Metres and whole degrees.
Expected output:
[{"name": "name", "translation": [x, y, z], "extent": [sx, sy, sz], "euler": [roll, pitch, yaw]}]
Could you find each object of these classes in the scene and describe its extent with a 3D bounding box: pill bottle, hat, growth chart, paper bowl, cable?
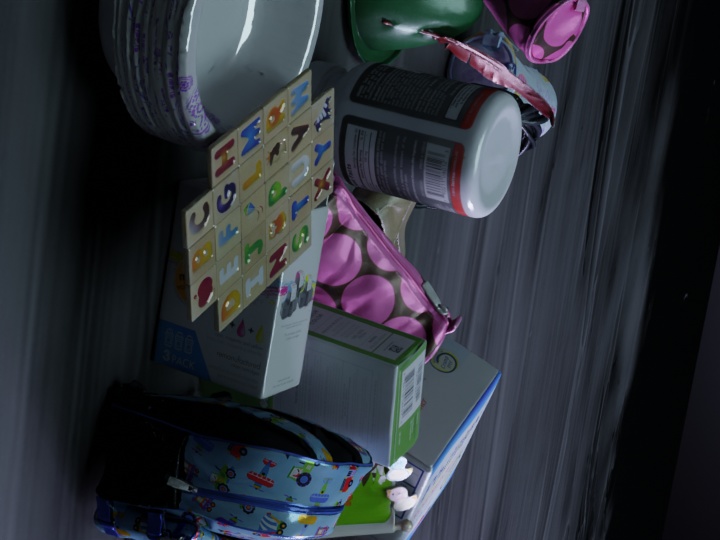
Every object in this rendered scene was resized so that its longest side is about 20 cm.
[{"name": "pill bottle", "translation": [0.037, -0.126, 1.530], "extent": [0.116, 0.198, 0.117], "euler": [-45, 144, -47]}, {"name": "hat", "translation": [0.105, -0.257, 1.628], "extent": [0.200, 0.175, 0.167], "euler": [15, 92, -67]}, {"name": "growth chart", "translation": [-0.021, 0.200, 1.680], "extent": [0.018, 0.143, 0.201], "euler": [-96, 174, -53]}, {"name": "paper bowl", "translation": [-0.116, -0.193, 1.236], "extent": [0.201, 0.103, 0.202], "euler": [-48, 146, -48]}, {"name": "cable", "translation": [0.123, -0.128, 1.823], "extent": [0.199, 0.051, 0.164], "euler": [2, 131, -54]}]

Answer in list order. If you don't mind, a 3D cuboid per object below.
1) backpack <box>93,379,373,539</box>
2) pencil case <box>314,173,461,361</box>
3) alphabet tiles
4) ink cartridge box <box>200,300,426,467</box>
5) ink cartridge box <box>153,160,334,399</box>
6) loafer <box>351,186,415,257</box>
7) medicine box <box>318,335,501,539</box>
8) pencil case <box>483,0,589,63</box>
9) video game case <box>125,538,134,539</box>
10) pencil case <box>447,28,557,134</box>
[{"name": "backpack", "translation": [-0.098, 0.177, 1.393], "extent": [0.182, 0.198, 0.136], "euler": [17, 84, -61]}, {"name": "pencil case", "translation": [0.000, 0.000, 1.529], "extent": [0.200, 0.093, 0.091], "euler": [48, 41, -21]}, {"name": "alphabet tiles", "translation": [-0.074, -0.053, 1.273], "extent": [0.200, 0.006, 0.168], "euler": [-45, 147, -43]}, {"name": "ink cartridge box", "translation": [-0.043, 0.087, 1.483], "extent": [0.059, 0.198, 0.105], "euler": [-39, 140, -52]}, {"name": "ink cartridge box", "translation": [-0.098, -0.008, 1.404], "extent": [0.068, 0.114, 0.202], "euler": [-14, 117, -61]}, {"name": "loafer", "translation": [0.005, -0.037, 1.659], "extent": [0.067, 0.076, 0.201], "euler": [-40, 157, -33]}, {"name": "medicine box", "translation": [0.047, 0.198, 1.826], "extent": [0.182, 0.102, 0.201], "euler": [-49, 166, -45]}, {"name": "pencil case", "translation": [0.157, -0.305, 1.696], "extent": [0.094, 0.201, 0.090], "euler": [-43, 150, 18]}, {"name": "video game case", "translation": [-0.150, 0.205, 1.552], "extent": [0.201, 0.019, 0.144], "euler": [-56, 151, -39]}, {"name": "pencil case", "translation": [0.165, -0.209, 1.925], "extent": [0.200, 0.082, 0.092], "euler": [25, 68, -67]}]
